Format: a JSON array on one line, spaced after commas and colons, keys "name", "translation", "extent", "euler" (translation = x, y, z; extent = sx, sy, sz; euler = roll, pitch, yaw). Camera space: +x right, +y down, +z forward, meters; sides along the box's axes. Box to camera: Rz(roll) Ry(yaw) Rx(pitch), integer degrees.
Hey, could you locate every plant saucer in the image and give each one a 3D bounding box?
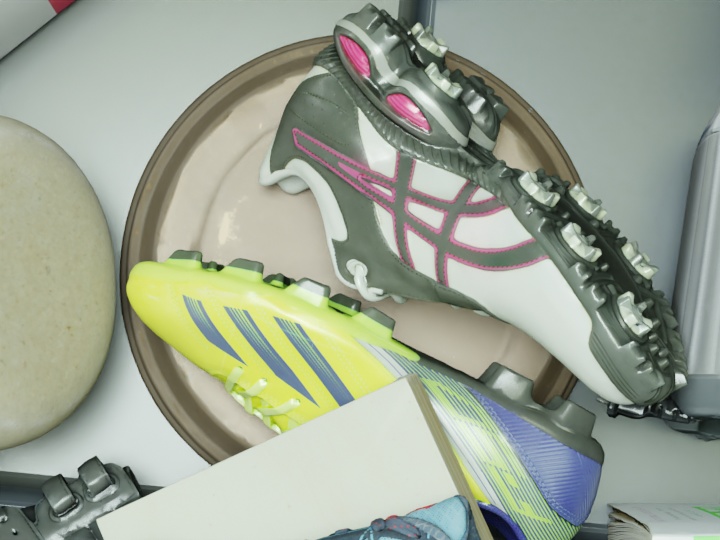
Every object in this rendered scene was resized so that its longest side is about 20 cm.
[{"name": "plant saucer", "translation": [0.000, 0.000, 0.870], "extent": [0.199, 0.029, 0.201], "euler": [0, 83, -1]}]

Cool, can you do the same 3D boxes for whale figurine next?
[{"name": "whale figurine", "translation": [-0.188, 0.005, 0.798], "extent": [0.103, 0.199, 0.160], "euler": [-6, 85, 44]}]

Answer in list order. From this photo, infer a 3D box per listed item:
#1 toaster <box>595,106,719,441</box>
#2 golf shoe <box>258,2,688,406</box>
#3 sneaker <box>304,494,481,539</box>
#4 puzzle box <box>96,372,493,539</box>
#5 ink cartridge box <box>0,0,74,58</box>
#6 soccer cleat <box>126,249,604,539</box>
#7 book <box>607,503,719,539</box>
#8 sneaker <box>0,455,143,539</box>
[{"name": "toaster", "translation": [0.196, 0.006, 0.830], "extent": [0.199, 0.114, 0.130], "euler": [6, 80, 4]}, {"name": "golf shoe", "translation": [0.043, -0.010, 0.809], "extent": [0.088, 0.077, 0.200], "euler": [-49, 60, 15]}, {"name": "sneaker", "translation": [0.009, 0.122, 0.740], "extent": [0.199, 0.079, 0.096], "euler": [16, 73, 13]}, {"name": "puzzle box", "translation": [0.001, 0.155, 0.782], "extent": [0.133, 0.025, 0.201], "euler": [-24, 87, 12]}, {"name": "ink cartridge box", "translation": [-0.213, -0.132, 0.852], "extent": [0.200, 0.084, 0.145], "euler": [-38, 85, -4]}, {"name": "soccer cleat", "translation": [-0.005, 0.056, 0.818], "extent": [0.199, 0.065, 0.084], "euler": [24, 89, 2]}, {"name": "book", "translation": [0.200, 0.112, 0.807], "extent": [0.199, 0.134, 0.048], "euler": [0, 84, -1]}, {"name": "sneaker", "translation": [-0.146, 0.102, 0.841], "extent": [0.200, 0.071, 0.099], "euler": [32, 83, -3]}]
